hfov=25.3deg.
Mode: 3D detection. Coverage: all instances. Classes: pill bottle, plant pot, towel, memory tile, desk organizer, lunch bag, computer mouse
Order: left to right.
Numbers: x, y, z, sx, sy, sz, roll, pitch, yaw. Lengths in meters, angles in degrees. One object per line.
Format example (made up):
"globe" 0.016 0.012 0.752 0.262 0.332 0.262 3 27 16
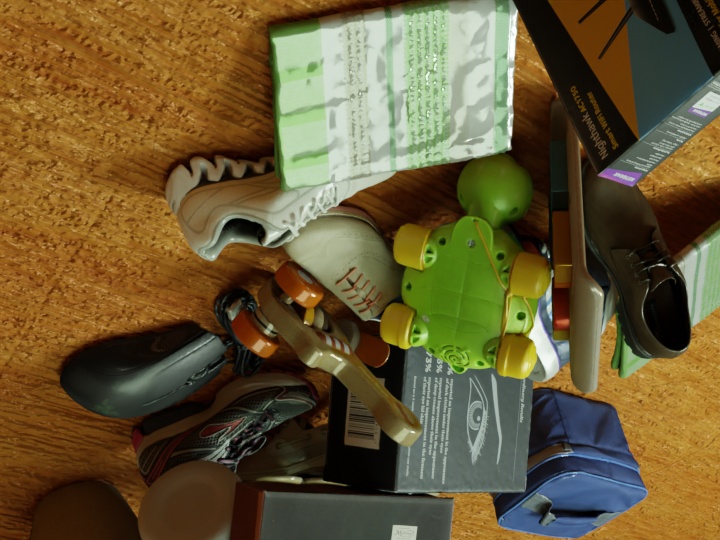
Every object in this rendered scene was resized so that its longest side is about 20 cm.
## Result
"plant pot" -0.276 0.329 1.659 0.185 0.201 0.188 -14 148 -9
"computer mouse" -0.182 0.094 1.502 0.198 0.053 0.139 -16 148 -6
"pill bottle" -0.140 0.288 1.594 0.111 0.113 0.201 -19 135 0
"memory tile" -0.026 0.235 1.688 0.198 0.017 0.153 5 166 -15
"desk organizer" -0.018 0.240 1.504 0.198 0.073 0.077 6 179 -26
"towel" 0.026 -0.145 1.264 0.198 0.031 0.151 -10 126 -11
"lunch bag" 0.230 0.233 1.854 0.199 0.133 0.136 15 134 -42
"towel" 0.329 0.009 1.606 0.199 0.031 0.150 -35 148 -16

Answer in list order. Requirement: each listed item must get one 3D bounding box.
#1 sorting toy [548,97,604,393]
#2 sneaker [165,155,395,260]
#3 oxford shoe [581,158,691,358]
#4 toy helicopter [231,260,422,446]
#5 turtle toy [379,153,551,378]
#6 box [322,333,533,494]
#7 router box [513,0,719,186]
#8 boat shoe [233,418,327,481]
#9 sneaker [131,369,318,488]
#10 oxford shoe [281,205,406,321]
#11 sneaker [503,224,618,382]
"sorting toy" 0.180 -0.020 1.397 0.036 0.202 0.186 -5 147 3
"sneaker" -0.057 -0.061 1.320 0.198 0.082 0.075 -16 146 -9
"oxford shoe" 0.259 -0.014 1.467 0.072 0.202 0.084 -26 -173 -13
"toy helicopter" -0.016 0.082 1.453 0.079 0.200 0.132 -47 166 12
"turtle toy" 0.105 -0.003 1.420 0.101 0.144 0.202 -38 140 -65
"box" 0.071 0.142 1.579 0.104 0.150 0.199 1 174 45
"router box" 0.199 -0.185 1.160 0.051 0.201 0.149 13 135 -43
"boat shoe" -0.060 0.191 1.702 0.198 0.066 0.072 -14 162 27
"sneaker" -0.131 0.165 1.614 0.198 0.075 0.081 -26 147 7
"oxford shoe" 0.000 0.000 1.442 0.071 0.074 0.199 -36 144 24
"sneaker" 0.186 -0.005 1.555 0.146 0.080 0.201 -41 125 -25
